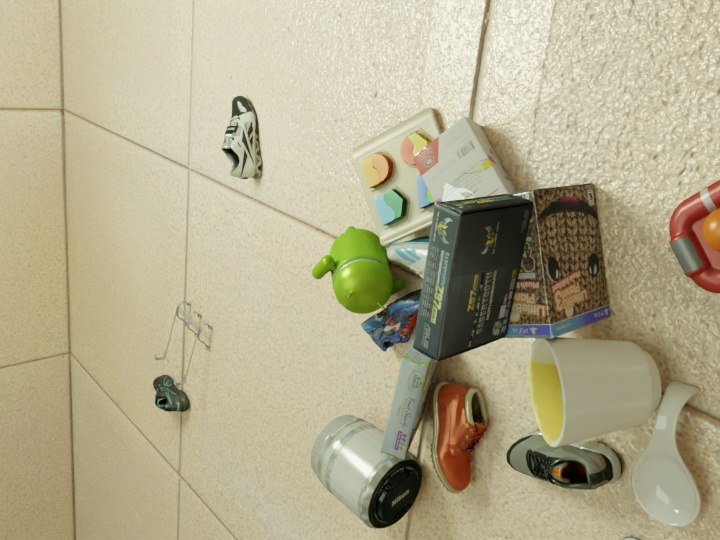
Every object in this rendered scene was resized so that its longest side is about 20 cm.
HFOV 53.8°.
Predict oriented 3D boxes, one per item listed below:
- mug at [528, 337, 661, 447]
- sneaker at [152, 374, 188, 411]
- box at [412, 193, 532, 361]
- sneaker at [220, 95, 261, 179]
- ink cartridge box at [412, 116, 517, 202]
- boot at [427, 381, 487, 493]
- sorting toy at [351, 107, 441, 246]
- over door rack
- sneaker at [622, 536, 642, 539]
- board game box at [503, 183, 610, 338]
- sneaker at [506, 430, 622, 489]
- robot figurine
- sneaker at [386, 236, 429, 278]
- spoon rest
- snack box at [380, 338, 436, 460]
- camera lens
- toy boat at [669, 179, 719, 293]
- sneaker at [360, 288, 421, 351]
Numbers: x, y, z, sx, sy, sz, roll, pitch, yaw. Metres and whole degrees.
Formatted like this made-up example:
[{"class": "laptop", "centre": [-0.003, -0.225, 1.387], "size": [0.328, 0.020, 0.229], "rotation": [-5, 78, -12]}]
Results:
[{"class": "mug", "centre": [0.329, 0.163, 1.012], "size": [0.187, 0.150, 0.153], "rotation": [145, 120, -85]}, {"class": "sneaker", "centre": [-0.614, 0.386, 2.228], "size": [0.199, 0.078, 0.077], "rotation": [21, 114, 47]}, {"class": "box", "centre": [0.149, 0.006, 0.940], "size": [0.051, 0.156, 0.204], "rotation": [25, 115, 43]}, {"class": "sneaker", "centre": [-0.294, -0.320, 1.697], "size": [0.074, 0.087, 0.204], "rotation": [-13, 86, 51]}, {"class": "ink cartridge box", "centre": [0.183, -0.132, 1.161], "size": [0.116, 0.067, 0.203], "rotation": [-34, 70, 26]}, {"class": "boot", "centre": [0.183, 0.305, 1.276], "size": [0.106, 0.074, 0.204], "rotation": [-6, 92, 45]}, {"class": "sorting toy", "centre": [0.080, -0.168, 1.283], "size": [0.183, 0.036, 0.204], "rotation": [-23, 78, 30]}, {"class": "over door rack", "centre": [-0.510, 0.210, 2.063], "size": [0.147, 0.066, 0.203], "rotation": [35, 102, 40]}, {"class": "sneaker", "centre": [0.432, 0.478, 1.006], "size": [0.200, 0.081, 0.071], "rotation": [41, 126, 36]}, {"class": "board game box", "centre": [0.271, -0.016, 1.035], "size": [0.096, 0.158, 0.204], "rotation": [-5, 94, 49]}, {"class": "sneaker", "centre": [0.307, 0.303, 1.121], "size": [0.199, 0.078, 0.075], "rotation": [-10, 92, 51]}, {"class": "robot figurine", "centre": [0.000, 0.000, 1.360], "size": [0.201, 0.173, 0.117], "rotation": [-101, 34, -54]}, {"class": "sneaker", "centre": [0.119, -0.017, 1.281], "size": [0.198, 0.076, 0.082], "rotation": [5, 107, 52]}, {"class": "spoon rest", "centre": [0.428, 0.259, 0.984], "size": [0.098, 0.060, 0.204], "rotation": [13, 107, 48]}, {"class": "snack box", "centre": [0.096, 0.223, 1.303], "size": [0.052, 0.142, 0.203], "rotation": [16, 114, 12]}, {"class": "camera lens", "centre": [0.013, 0.402, 1.425], "size": [0.199, 0.158, 0.163], "rotation": [27, 118, 43]}, {"class": "toy boat", "centre": [0.451, -0.053, 0.837], "size": [0.200, 0.129, 0.132], "rotation": [-38, 69, 46]}, {"class": "sneaker", "centre": [0.082, 0.096, 1.362], "size": [0.079, 0.075, 0.200], "rotation": [59, 143, 6]}]
